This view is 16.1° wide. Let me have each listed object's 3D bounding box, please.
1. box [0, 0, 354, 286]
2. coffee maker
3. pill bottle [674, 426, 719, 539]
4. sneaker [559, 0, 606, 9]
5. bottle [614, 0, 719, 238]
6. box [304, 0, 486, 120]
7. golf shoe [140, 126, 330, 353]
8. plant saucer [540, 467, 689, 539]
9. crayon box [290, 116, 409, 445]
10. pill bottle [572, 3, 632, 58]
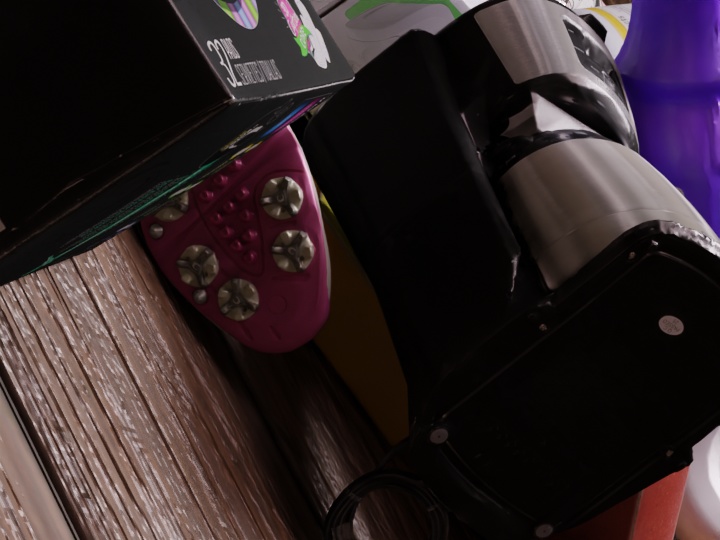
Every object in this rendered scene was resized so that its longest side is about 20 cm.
[{"bbox_3d":[-0.104,-0.087,0.823,0.149,0.124,0.200,58,12,-1],"label":"box"},{"bbox_3d":[0.046,0.000,1.033,0.200,0.192,0.135,-115,-174,-52],"label":"coffee maker"},{"bbox_3d":[0.197,0.140,1.394,0.111,0.111,0.200,61,-19,17],"label":"pill bottle"},{"bbox_3d":[0.086,-0.099,1.438,0.202,0.067,0.108,-59,134,-37],"label":"sneaker"},{"bbox_3d":[0.146,-0.043,1.134,0.084,0.065,0.201,-148,-129,-62],"label":"bottle"},{"bbox_3d":[0.002,-0.137,1.223,0.200,0.097,0.177,41,18,-52],"label":"box"},{"bbox_3d":[-0.064,-0.055,1.044,0.200,0.075,0.092,61,8,13],"label":"golf shoe"},{"bbox_3d":[0.099,0.083,1.178,0.200,0.037,0.200,-112,-160,-44],"label":"plant saucer"},{"bbox_3d":[0.000,0.000,1.214,0.127,0.051,0.200,55,11,-13],"label":"crayon box"},{"bbox_3d":[0.150,-0.088,1.367,0.112,0.199,0.112,29,-57,58],"label":"pill bottle"}]
